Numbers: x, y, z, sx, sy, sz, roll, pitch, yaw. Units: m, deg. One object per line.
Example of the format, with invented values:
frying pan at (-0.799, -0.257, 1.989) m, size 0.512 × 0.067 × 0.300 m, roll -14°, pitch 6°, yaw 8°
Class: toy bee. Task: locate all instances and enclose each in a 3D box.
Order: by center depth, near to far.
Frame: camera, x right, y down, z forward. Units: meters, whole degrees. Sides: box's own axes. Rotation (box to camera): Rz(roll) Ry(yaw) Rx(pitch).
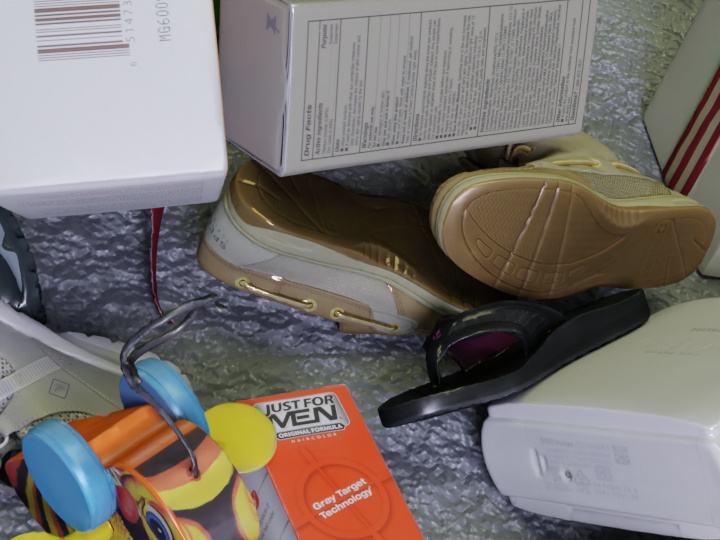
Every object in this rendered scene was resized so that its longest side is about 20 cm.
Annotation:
toy bee at (-0.086, 0.096, 0.627) m, size 0.131 × 0.200 × 0.109 m, roll -33°, pitch 87°, yaw -11°

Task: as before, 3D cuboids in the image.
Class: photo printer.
photo printer at (0.187, 0.067, 0.829) m, size 0.200 × 0.070 × 0.166 m, roll -23°, pitch 14°, yaw -37°

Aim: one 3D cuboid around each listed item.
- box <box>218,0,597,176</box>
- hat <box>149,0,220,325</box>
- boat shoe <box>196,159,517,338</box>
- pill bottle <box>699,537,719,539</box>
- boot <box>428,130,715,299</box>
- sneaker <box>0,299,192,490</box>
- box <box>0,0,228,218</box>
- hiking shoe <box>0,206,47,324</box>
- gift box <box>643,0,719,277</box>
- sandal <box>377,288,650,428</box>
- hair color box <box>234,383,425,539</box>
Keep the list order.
box at (0.026, -0.116, 0.860) m, size 0.199 × 0.095 × 0.078 m, roll -9°, pitch 26°, yaw -31°
hat at (-0.118, -0.091, 0.944) m, size 0.200 × 0.165 × 0.177 m, roll -34°, pitch 109°, yaw -36°
boat shoe at (0.000, 0.000, 0.877) m, size 0.200 × 0.066 × 0.074 m, roll 23°, pitch 38°, yaw -29°
pill bottle at (0.173, 0.182, 0.735) m, size 0.200 × 0.111 × 0.111 m, roll -18°, pitch 56°, yaw -35°
boot at (0.093, -0.053, 0.932) m, size 0.199 × 0.073 × 0.155 m, roll 0°, pitch 31°, yaw -35°
sneaker at (-0.178, 0.061, 0.740) m, size 0.199 × 0.075 × 0.082 m, roll 13°, pitch 43°, yaw -10°
box at (-0.122, -0.108, 0.745) m, size 0.106 × 0.200 × 0.153 m, roll -5°, pitch 90°, yaw -6°
hiking shoe at (-0.237, -0.023, 0.815) m, size 0.087 × 0.075 × 0.200 m, roll -33°, pitch 59°, yaw -23°
gift box at (0.314, -0.097, 1.013) m, size 0.184 × 0.187 × 0.200 m, roll 2°, pitch 46°, yaw -20°
sandal at (0.076, 0.036, 0.844) m, size 0.200 × 0.075 × 0.048 m, roll -22°, pitch 92°, yaw -44°
hair color box at (-0.006, 0.159, 0.692) m, size 0.061 × 0.102 × 0.200 m, roll -7°, pitch 51°, yaw -29°
